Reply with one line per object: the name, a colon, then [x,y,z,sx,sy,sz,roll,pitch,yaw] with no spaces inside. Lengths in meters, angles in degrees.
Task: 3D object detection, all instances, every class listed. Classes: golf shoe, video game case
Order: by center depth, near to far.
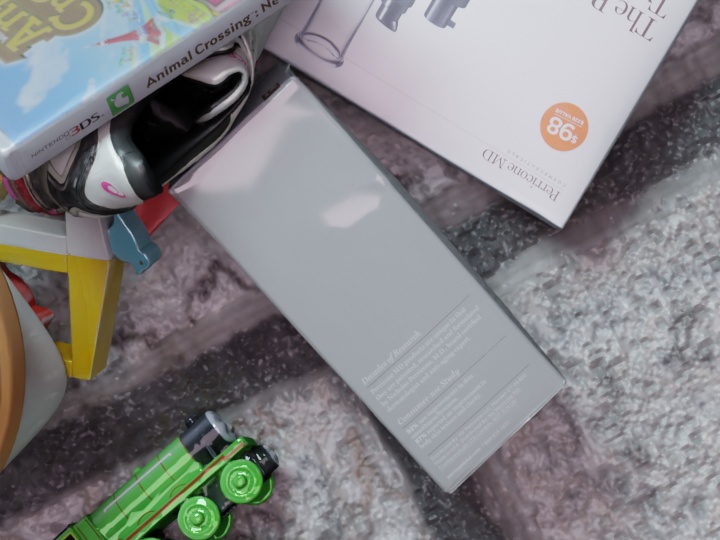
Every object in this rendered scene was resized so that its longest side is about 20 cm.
video game case: [-0.131,-0.146,0.909,0.182,0.022,0.200,-35,51,-14]
golf shoe: [-0.074,-0.093,0.919,0.092,0.073,0.200,7,48,37]

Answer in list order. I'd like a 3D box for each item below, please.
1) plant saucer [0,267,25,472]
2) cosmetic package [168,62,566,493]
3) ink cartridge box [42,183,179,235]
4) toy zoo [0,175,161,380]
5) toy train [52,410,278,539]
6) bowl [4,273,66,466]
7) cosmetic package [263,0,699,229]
plant saucer: [-0.248,0.037,0.912,0.199,0.037,0.202,5,107,17]
cosmetic package: [0.000,0.000,0.970,0.090,0.107,0.200,-44,99,2]
ink cartridge box: [-0.159,-0.110,1.012,0.200,0.067,0.116,43,92,1]
toy zoo: [-0.191,-0.019,0.986,0.199,0.020,0.132,10,114,19]
toy train: [-0.127,0.148,1.027,0.200,0.042,0.056,-41,78,2]
bowl: [-0.270,0.048,0.982,0.200,0.075,0.200,-40,90,25]
cosmetic package: [0.055,-0.135,1.012,0.199,0.052,0.151,31,94,2]
